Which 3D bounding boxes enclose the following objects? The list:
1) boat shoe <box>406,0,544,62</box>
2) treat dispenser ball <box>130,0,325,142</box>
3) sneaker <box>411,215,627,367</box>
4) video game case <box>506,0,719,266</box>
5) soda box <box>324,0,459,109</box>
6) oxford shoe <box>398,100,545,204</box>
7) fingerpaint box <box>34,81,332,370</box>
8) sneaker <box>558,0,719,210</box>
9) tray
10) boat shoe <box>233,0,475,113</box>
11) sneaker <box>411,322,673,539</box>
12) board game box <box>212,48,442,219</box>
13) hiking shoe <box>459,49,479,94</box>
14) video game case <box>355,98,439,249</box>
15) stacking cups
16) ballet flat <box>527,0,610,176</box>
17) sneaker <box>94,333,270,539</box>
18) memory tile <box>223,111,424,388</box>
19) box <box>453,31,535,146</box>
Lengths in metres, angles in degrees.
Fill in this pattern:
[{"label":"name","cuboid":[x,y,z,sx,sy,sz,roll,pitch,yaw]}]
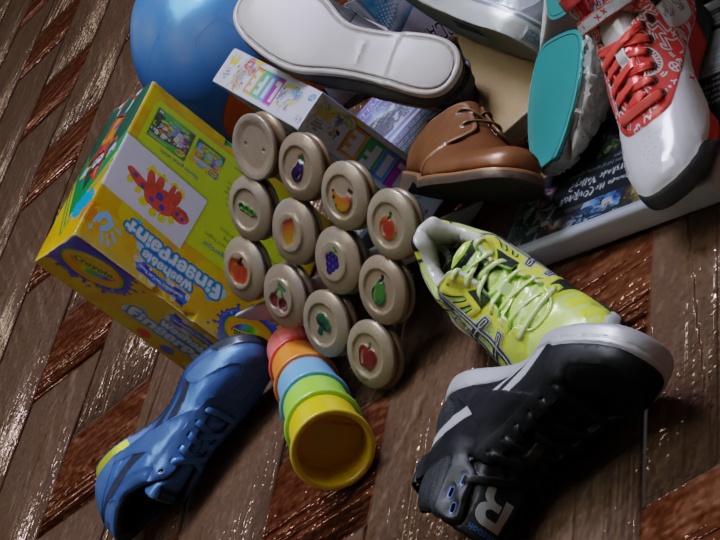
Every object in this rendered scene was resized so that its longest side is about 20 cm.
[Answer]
[{"label":"boat shoe","cuboid":[0.083,-0.213,1.419,0.200,0.070,0.072,32,90,47]},{"label":"treat dispenser ball","cuboid":[-0.118,-0.221,1.828,0.201,0.201,0.201,-42,24,24]},{"label":"sneaker","cuboid":[0.091,0.023,1.210,0.076,0.076,0.200,-53,31,-6]},{"label":"video game case","cuboid":[0.189,-0.095,1.280,0.200,0.023,0.183,-22,37,50]},{"label":"soda box","cuboid":[0.037,-0.196,1.558,0.063,0.069,0.200,-34,0,38]},{"label":"oxford shoe","cuboid":[0.075,-0.083,1.340,0.200,0.071,0.072,-165,87,-71]},{"label":"fingerpaint box","cuboid":[-0.141,-0.023,1.579,0.073,0.200,0.168,-27,34,48]},{"label":"sneaker","cuboid":[0.166,-0.131,1.206,0.067,0.108,0.202,-35,28,34]},{"label":"tray","cuboid":[0.000,0.000,1.456,0.107,0.022,0.200,-23,-2,-42]},{"label":"boat shoe","cuboid":[-0.005,-0.158,1.438,0.199,0.057,0.067,21,78,26]},{"label":"sneaker","cuboid":[0.100,0.105,1.101,0.200,0.073,0.112,-30,33,59]},{"label":"board game box","cuboid":[-0.026,-0.108,1.516,0.034,0.134,0.200,-55,27,0]},{"label":"hiking shoe","cuboid":[0.145,-0.224,1.509,0.086,0.074,0.201,-10,56,48]},{"label":"video game case","cuboid":[0.027,-0.102,1.609,0.143,0.019,0.200,-47,22,13]},{"label":"stacking cups","cuboid":[-0.037,0.094,1.397,0.061,0.060,0.200,-50,19,5]},{"label":"ballet flat","cuboid":[0.156,-0.162,1.308,0.072,0.071,0.202,-8,77,60]},{"label":"sneaker","cuboid":[-0.132,0.136,1.515,0.200,0.066,0.079,-45,35,18]},{"label":"memory tile","cuboid":[-0.032,-0.017,1.391,0.200,0.017,0.154,32,122,40]},{"label":"box","cuboid":[0.155,-0.204,1.401,0.200,0.021,0.164,-41,41,22]}]
